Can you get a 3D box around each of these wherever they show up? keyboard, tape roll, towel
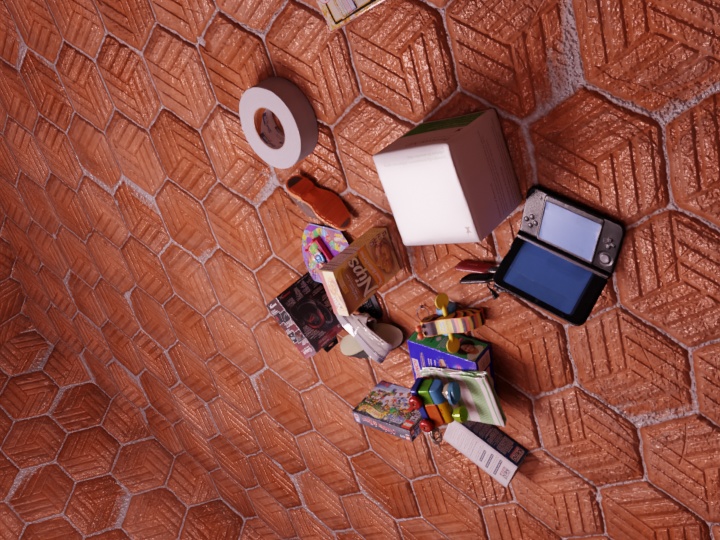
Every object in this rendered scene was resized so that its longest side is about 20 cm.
[{"bbox_3d":[-0.022,0.042,1.969,0.103,0.039,0.203,-6,114,47],"label":"keyboard"},{"bbox_3d":[-0.193,-0.344,1.812,0.198,0.066,0.203,26,136,28],"label":"tape roll"},{"bbox_3d":[0.236,0.291,1.793,0.198,0.023,0.155,-2,121,47],"label":"towel"}]

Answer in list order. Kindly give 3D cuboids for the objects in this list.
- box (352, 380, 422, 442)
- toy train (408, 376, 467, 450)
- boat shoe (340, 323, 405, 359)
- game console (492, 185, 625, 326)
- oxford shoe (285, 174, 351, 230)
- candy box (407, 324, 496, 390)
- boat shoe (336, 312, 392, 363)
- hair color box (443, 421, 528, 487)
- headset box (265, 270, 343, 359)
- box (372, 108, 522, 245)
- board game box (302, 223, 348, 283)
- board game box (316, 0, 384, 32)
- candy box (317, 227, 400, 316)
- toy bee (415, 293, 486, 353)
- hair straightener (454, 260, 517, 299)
[{"bbox_3d":[0.094,0.365,2.032,0.197,0.136,0.038,10,128,41],"label":"box"},{"bbox_3d":[0.200,0.339,1.801,0.114,0.085,0.203,-8,119,35],"label":"toy train"},{"bbox_3d":[0.040,0.185,2.008,0.199,0.063,0.075,-17,66,39],"label":"boat shoe"},{"bbox_3d":[0.365,-0.030,1.444,0.198,0.116,0.178,28,137,27],"label":"game console"},{"bbox_3d":[-0.096,-0.154,1.879,0.199,0.071,0.073,40,161,22],"label":"oxford shoe"},{"bbox_3d":[0.218,0.235,1.846,0.197,0.077,0.172,14,131,37],"label":"candy box"},{"bbox_3d":[0.011,0.143,1.961,0.070,0.071,0.200,-50,54,10],"label":"boat shoe"},{"bbox_3d":[0.308,0.433,1.925,0.199,0.060,0.101,36,140,21],"label":"hair color box"},{"bbox_3d":[-0.131,0.124,2.059,0.201,0.148,0.075,52,144,-2],"label":"headset box"},{"bbox_3d":[0.168,-0.174,1.486,0.197,0.171,0.203,0,120,46],"label":"box"},{"bbox_3d":[-0.096,-0.029,1.957,0.198,0.039,0.161,16,120,43],"label":"board game box"},{"bbox_3d":[-0.018,-0.562,1.467,0.198,0.046,0.153,-10,112,49],"label":"board game box"},{"bbox_3d":[0.000,0.000,1.780,0.055,0.199,0.117,3,123,44],"label":"candy box"},{"bbox_3d":[0.183,0.129,1.763,0.199,0.108,0.132,-36,84,47],"label":"toy bee"},{"bbox_3d":[0.292,0.022,1.635,0.197,0.041,0.078,2,122,40],"label":"hair straightener"}]
